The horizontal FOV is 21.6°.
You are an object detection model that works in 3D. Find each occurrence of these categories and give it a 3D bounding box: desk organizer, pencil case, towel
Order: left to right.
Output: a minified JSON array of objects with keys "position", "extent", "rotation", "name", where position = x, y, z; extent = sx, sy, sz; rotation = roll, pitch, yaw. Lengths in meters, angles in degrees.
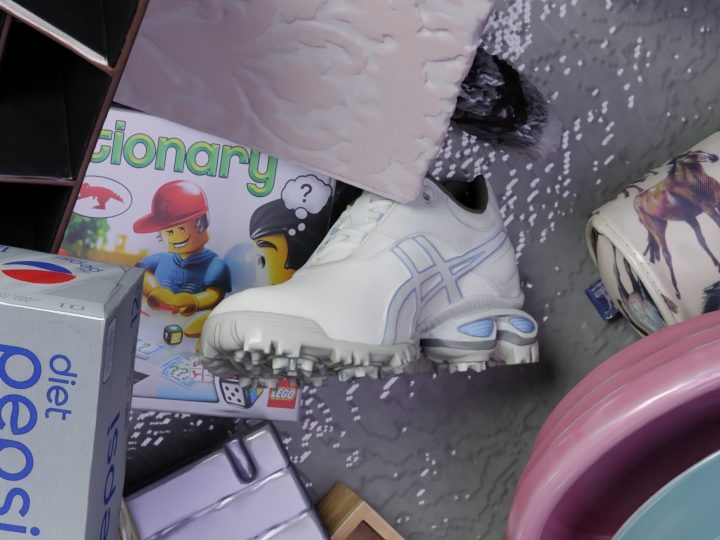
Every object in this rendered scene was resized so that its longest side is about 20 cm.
[{"position":[-0.123,-0.080,0.645],"extent":[0.072,0.200,0.077],"rotation":[2,58,-21],"name":"desk organizer"},{"position":[-0.044,-0.115,0.691],"extent":[0.191,0.200,0.032],"rotation":[19,58,-2],"name":"towel"},{"position":[0.200,-0.034,0.881],"extent":[0.200,0.078,0.090],"rotation":[-31,126,-13],"name":"pencil case"}]

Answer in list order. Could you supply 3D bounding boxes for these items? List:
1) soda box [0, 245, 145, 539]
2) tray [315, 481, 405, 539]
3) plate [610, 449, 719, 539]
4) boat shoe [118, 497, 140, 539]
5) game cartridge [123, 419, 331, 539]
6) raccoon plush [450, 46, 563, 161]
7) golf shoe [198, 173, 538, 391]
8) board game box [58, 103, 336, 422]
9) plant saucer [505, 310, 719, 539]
[{"position":[-0.125,0.095,0.676],"extent":[0.068,0.063,0.200],"rotation":[9,107,3],"name":"soda box"},{"position":[-0.040,0.204,0.860],"extent":[0.200,0.037,0.099],"rotation":[-48,112,-7],"name":"tray"},{"position":[0.201,0.130,0.878],"extent":[0.200,0.026,0.200],"rotation":[-14,141,-12],"name":"plate"},{"position":[-0.134,0.059,0.736],"extent":[0.073,0.063,0.200],"rotation":[-30,103,-10],"name":"boat shoe"},{"position":[-0.099,0.165,0.801],"extent":[0.200,0.038,0.130],"rotation":[-27,97,-4],"name":"game cartridge"},{"position":[0.022,-0.144,0.807],"extent":[0.200,0.097,0.134],"rotation":[29,76,-51],"name":"raccoon plush"},{"position":[0.000,0.000,0.789],"extent":[0.200,0.078,0.097],"rotation":[-3,87,-57],"name":"golf shoe"},{"position":[-0.113,-0.007,0.789],"extent":[0.200,0.035,0.126],"rotation":[6,98,-22],"name":"board game box"},{"position":[0.156,0.084,0.861],"extent":[0.200,0.051,0.201],"rotation":[-14,141,-11],"name":"plant saucer"}]
